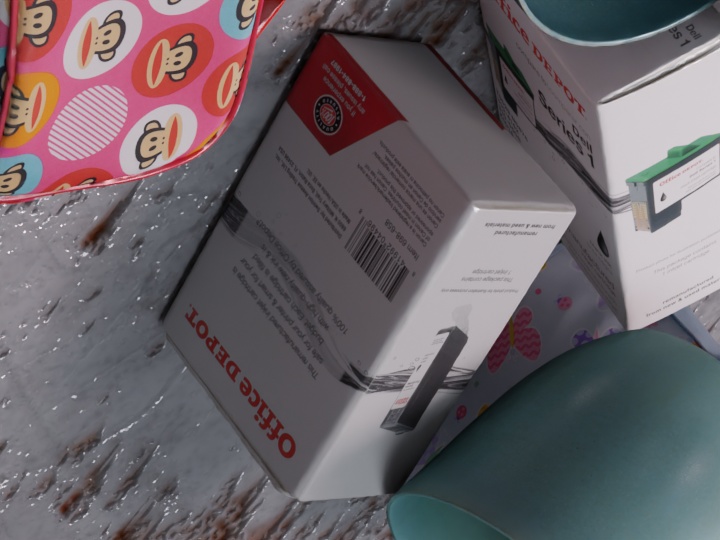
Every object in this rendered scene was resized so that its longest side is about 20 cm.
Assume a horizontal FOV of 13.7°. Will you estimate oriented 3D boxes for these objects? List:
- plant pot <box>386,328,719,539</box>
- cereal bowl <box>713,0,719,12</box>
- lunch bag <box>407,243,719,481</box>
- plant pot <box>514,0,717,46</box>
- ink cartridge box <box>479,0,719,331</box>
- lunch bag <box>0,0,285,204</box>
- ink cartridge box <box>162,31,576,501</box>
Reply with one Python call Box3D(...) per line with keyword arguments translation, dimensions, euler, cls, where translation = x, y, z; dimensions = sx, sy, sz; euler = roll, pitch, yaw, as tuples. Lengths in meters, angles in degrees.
Box3D(translation=(0.140, 0.129, 1.590), dimensions=(0.161, 0.200, 0.201), euler=(-48, 149, -18), cls="plant pot")
Box3D(translation=(0.223, -0.085, 1.637), dimensions=(0.083, 0.200, 0.200), euler=(-22, 143, -11), cls="cereal bowl")
Box3D(translation=(0.136, 0.097, 1.777), dimensions=(0.127, 0.170, 0.200), euler=(10, 121, -47), cls="lunch bag")
Box3D(translation=(0.117, -0.227, 1.427), dimensions=(0.199, 0.135, 0.201), euler=(-25, 143, -21), cls="plant pot")
Box3D(translation=(0.133, -0.089, 1.587), dimensions=(0.084, 0.146, 0.200), euler=(-27, 143, -9), cls="ink cartridge box")
Box3D(translation=(-0.106, -0.132, 1.368), dimensions=(0.176, 0.082, 0.201), euler=(-15, 138, -33), cls="lunch bag")
Box3D(translation=(0.000, 0.000, 1.561), dimensions=(0.084, 0.144, 0.200), euler=(2, 129, -45), cls="ink cartridge box")
